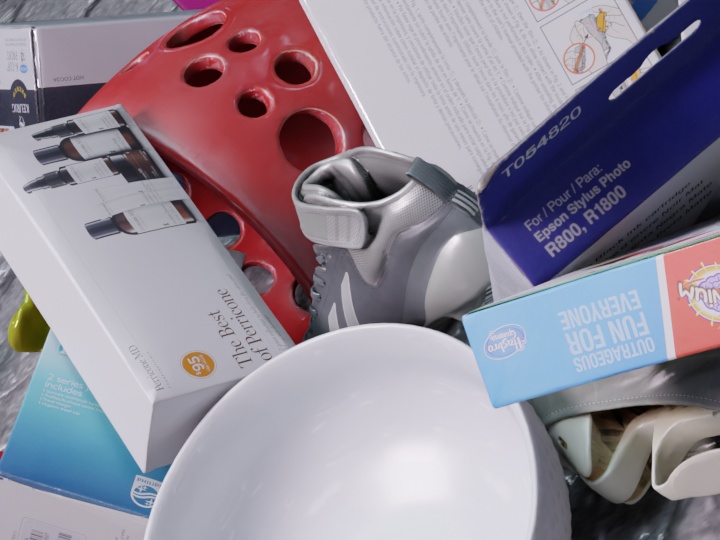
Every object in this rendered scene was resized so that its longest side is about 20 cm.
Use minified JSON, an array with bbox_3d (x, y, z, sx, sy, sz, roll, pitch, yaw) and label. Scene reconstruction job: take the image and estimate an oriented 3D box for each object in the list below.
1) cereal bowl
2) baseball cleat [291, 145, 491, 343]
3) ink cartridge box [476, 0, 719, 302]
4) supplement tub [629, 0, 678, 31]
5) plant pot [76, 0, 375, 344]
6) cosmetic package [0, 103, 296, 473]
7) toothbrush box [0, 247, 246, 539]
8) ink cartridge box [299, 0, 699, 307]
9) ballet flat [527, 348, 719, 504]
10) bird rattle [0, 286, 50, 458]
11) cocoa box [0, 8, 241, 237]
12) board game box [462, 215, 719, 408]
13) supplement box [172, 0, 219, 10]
[{"bbox_3d":[0.006,0.129,1.226,0.200,0.083,0.200,-16,53,23],"label":"cereal bowl"},{"bbox_3d":[0.000,0.000,1.323,0.200,0.106,0.070,-40,10,50],"label":"baseball cleat"},{"bbox_3d":[0.138,-0.050,1.212,0.200,0.041,0.200,-41,-19,-8],"label":"ink cartridge box"},{"bbox_3d":[0.074,-0.192,1.524,0.132,0.200,0.132,-37,25,20],"label":"supplement tub"},{"bbox_3d":[-0.030,-0.062,1.509,0.183,0.200,0.200,-45,21,-23],"label":"plant pot"},{"bbox_3d":[-0.109,0.004,1.339,0.082,0.051,0.200,-17,48,-25],"label":"cosmetic package"},{"bbox_3d":[-0.128,0.091,1.389,0.200,0.085,0.147,-74,2,-49],"label":"toothbrush box"},{"bbox_3d":[0.090,-0.094,1.377,0.176,0.200,0.045,-29,-18,5],"label":"ink cartridge box"},{"bbox_3d":[0.123,0.068,1.193,0.200,0.067,0.064,-14,49,53],"label":"ballet flat"},{"bbox_3d":[-0.156,0.076,1.619,0.163,0.113,0.200,-9,43,31],"label":"bird rattle"},{"bbox_3d":[-0.117,-0.085,1.646,0.200,0.131,0.133,-7,7,-27],"label":"cocoa box"},{"bbox_3d":[0.161,-0.003,1.128,0.153,0.040,0.200,-18,1,44],"label":"board game box"},{"bbox_3d":[-0.085,-0.236,1.996,0.103,0.101,0.200,-40,24,12],"label":"supplement box"}]
